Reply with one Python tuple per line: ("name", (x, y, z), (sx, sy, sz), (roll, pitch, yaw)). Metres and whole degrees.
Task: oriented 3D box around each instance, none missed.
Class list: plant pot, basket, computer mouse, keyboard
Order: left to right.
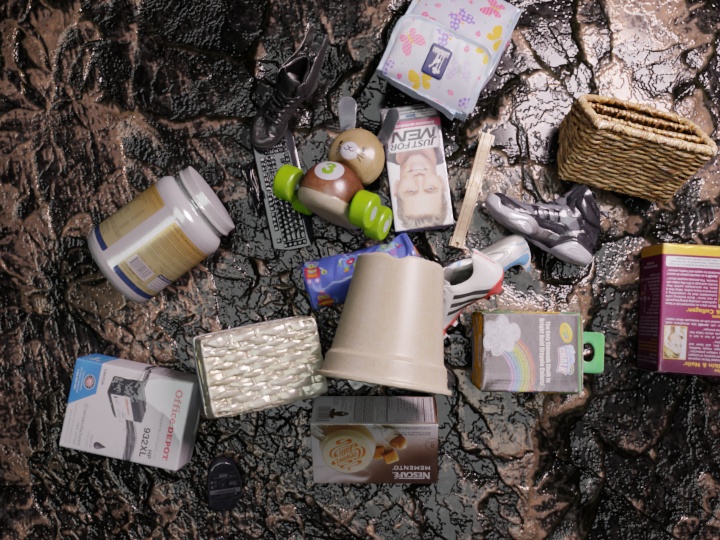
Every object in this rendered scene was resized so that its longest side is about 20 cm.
("computer mouse", (-0.226, 0.407, 1.199), (0.058, 0.034, 0.203), (-1, 93, -14))
("basket", (-0.156, 0.151, 1.132), (0.198, 0.123, 0.137), (-11, 87, -14))
("keyboard", (-0.145, -0.132, 1.209), (0.103, 0.040, 0.202), (-13, 86, 1))
("plant pot", (0.046, 0.077, 1.059), (0.198, 0.201, 0.186), (8, 81, 3))
("basket", (0.423, -0.215, 1.114), (0.198, 0.149, 0.144), (13, 63, -2))

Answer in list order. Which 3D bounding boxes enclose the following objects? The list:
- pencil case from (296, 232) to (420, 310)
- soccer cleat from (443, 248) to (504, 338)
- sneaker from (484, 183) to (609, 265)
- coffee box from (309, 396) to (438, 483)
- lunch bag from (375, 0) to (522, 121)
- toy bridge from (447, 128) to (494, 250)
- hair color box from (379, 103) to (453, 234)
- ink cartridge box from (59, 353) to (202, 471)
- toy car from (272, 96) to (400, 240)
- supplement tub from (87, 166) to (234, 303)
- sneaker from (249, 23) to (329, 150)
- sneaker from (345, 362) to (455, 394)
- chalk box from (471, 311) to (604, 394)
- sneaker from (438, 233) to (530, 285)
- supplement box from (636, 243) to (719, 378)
("pencil case", (0.000, 0.000, 1.179), (0.198, 0.087, 0.079), (-17, 129, 2))
("soccer cleat", (0.136, 0.042, 1.132), (0.085, 0.069, 0.200), (39, 122, -20))
("sneaker", (0.305, -0.099, 1.173), (0.199, 0.075, 0.115), (30, 88, -3))
("coffee box", (0.023, 0.269, 1.147), (0.197, 0.080, 0.116), (0, 114, 2))
("lunch bag", (0.139, -0.353, 1.146), (0.168, 0.127, 0.201), (30, 73, 4))
("toy bridge", (0.183, -0.135, 1.181), (0.027, 0.067, 0.202), (16, 89, 3))
("hair color box", (0.092, -0.167, 1.190), (0.099, 0.061, 0.203), (-8, 88, 3))
("ink cartridge box", (-0.369, 0.230, 1.181), (0.197, 0.084, 0.147), (11, 88, 3))
("toy car", (-0.015, -0.174, 1.135), (0.163, 0.158, 0.202), (20, 86, 18))
("supplement tub", (-0.317, -0.059, 1.161), (0.199, 0.144, 0.145), (-36, 87, 1))
("sneaker", (-0.120, -0.294, 1.175), (0.060, 0.104, 0.201), (36, 82, 5))
("sneaker", (0.050, 0.164, 1.181), (0.199, 0.076, 0.116), (30, 98, 11))
("chalk box", (0.281, 0.127, 1.140), (0.197, 0.124, 0.126), (2, 87, 2))
("sneaker", (0.183, 0.004, 1.176), (0.198, 0.072, 0.073), (-20, 94, 5))
("supplement box", (0.519, 0.063, 1.140), (0.129, 0.103, 0.203), (4, 87, 2))
